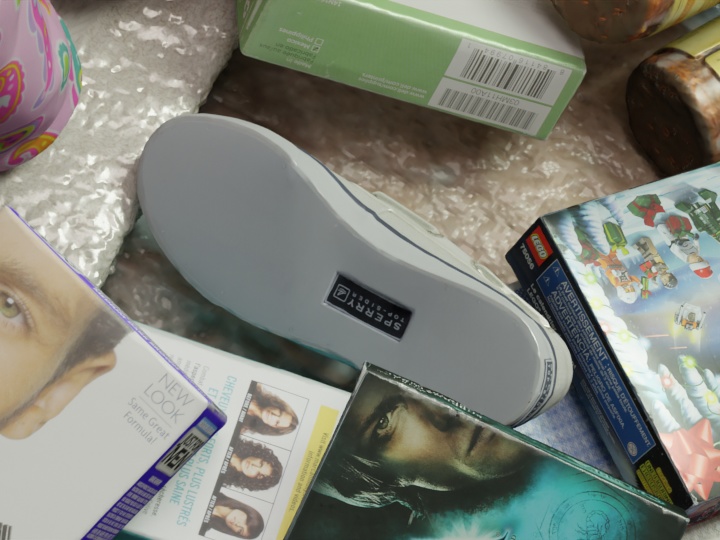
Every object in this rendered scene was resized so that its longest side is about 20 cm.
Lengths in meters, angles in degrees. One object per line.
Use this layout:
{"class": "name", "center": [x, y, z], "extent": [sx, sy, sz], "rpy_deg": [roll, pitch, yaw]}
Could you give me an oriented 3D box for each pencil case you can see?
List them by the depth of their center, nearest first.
{"class": "pencil case", "center": [-0.155, -0.102, 1.052], "extent": [0.087, 0.200, 0.088], "rpy_deg": [-1, 74, 2]}

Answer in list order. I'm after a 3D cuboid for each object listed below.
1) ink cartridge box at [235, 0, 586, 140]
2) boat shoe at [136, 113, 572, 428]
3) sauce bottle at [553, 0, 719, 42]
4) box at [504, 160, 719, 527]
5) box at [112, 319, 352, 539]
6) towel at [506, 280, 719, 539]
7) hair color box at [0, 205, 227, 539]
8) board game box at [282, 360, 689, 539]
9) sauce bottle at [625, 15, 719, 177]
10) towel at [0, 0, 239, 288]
{"class": "ink cartridge box", "center": [0.016, -0.154, 1.234], "extent": [0.145, 0.048, 0.200], "rpy_deg": [14, 39, -19]}
{"class": "boat shoe", "center": [0.000, 0.000, 1.132], "extent": [0.200, 0.070, 0.071], "rpy_deg": [29, 100, 20]}
{"class": "sauce bottle", "center": [0.165, -0.155, 1.214], "extent": [0.200, 0.066, 0.066], "rpy_deg": [-26, 72, -36]}
{"class": "box", "center": [0.176, 0.019, 1.183], "extent": [0.200, 0.040, 0.137], "rpy_deg": [-18, 72, -31]}
{"class": "box", "center": [-0.037, 0.084, 1.094], "extent": [0.200, 0.049, 0.082], "rpy_deg": [19, 73, 0]}
{"class": "towel", "center": [0.109, 0.088, 1.160], "extent": [0.147, 0.024, 0.200], "rpy_deg": [-21, 73, -25]}
{"class": "hair color box", "center": [-0.158, 0.086, 1.029], "extent": [0.109, 0.065, 0.200], "rpy_deg": [43, 85, 9]}
{"class": "board game box", "center": [0.019, 0.152, 1.045], "extent": [0.135, 0.028, 0.200], "rpy_deg": [25, 93, 0]}
{"class": "sauce bottle", "center": [0.211, -0.105, 1.259], "extent": [0.200, 0.066, 0.066], "rpy_deg": [-27, 73, -24]}
{"class": "towel", "center": [-0.130, -0.086, 1.181], "extent": [0.132, 0.034, 0.200], "rpy_deg": [26, 61, 0]}
